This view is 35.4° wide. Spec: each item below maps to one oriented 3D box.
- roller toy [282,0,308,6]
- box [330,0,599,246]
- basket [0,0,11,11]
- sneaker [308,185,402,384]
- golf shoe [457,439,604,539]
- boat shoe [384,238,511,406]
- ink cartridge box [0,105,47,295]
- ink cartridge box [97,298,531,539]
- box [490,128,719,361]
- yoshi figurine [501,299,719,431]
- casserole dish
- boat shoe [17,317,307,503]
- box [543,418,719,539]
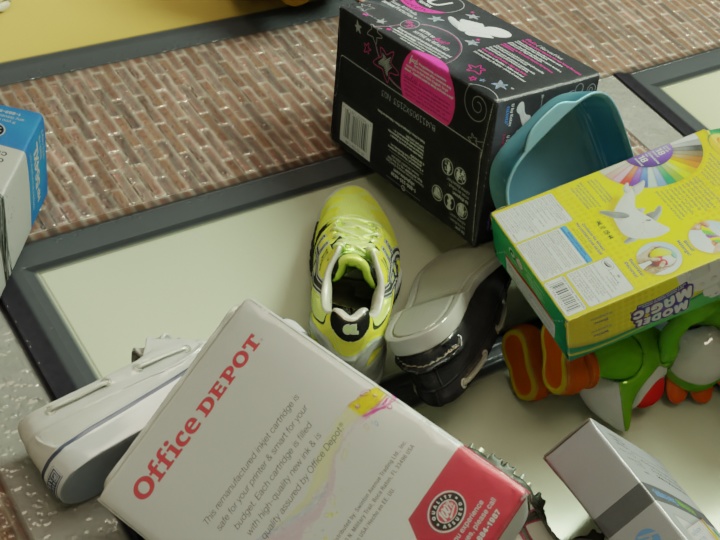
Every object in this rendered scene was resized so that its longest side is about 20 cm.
[{"bbox_3d":[-0.076,-0.359,1.098,0.139,0.200,0.182,-9,14,-23],"label":"roller toy"},{"bbox_3d":[0.079,-0.132,0.926,0.115,0.132,0.200,-19,41,-30],"label":"box"},{"bbox_3d":[-0.429,-0.296,0.956,0.200,0.161,0.198,30,46,14],"label":"basket"},{"bbox_3d":[0.000,0.000,0.835,0.075,0.077,0.200,6,44,-7],"label":"sneaker"},{"bbox_3d":[0.083,0.175,0.686,0.200,0.077,0.088,32,52,17],"label":"golf shoe"},{"bbox_3d":[0.076,0.031,0.835,0.074,0.060,0.200,-17,16,24],"label":"boat shoe"},{"bbox_3d":[-0.316,-0.032,0.778,0.146,0.084,0.200,11,44,-4],"label":"ink cartridge box"},{"bbox_3d":[-0.023,0.133,0.649,0.200,0.086,0.148,34,82,20],"label":"ink cartridge box"},{"bbox_3d":[0.203,-0.026,0.774,0.200,0.048,0.117,-22,47,-7],"label":"box"},{"bbox_3d":[0.210,0.037,0.834,0.200,0.112,0.112,-5,41,-23],"label":"yoshi figurine"},{"bbox_3d":[0.157,-0.052,0.860,0.121,0.200,0.039,-45,45,-13],"label":"casserole dish"},{"bbox_3d":[-0.124,0.072,0.733,0.200,0.074,0.065,-27,62,-36],"label":"boat shoe"},{"bbox_3d":[0.205,0.186,0.663,0.156,0.041,0.200,32,19,-55],"label":"box"}]
